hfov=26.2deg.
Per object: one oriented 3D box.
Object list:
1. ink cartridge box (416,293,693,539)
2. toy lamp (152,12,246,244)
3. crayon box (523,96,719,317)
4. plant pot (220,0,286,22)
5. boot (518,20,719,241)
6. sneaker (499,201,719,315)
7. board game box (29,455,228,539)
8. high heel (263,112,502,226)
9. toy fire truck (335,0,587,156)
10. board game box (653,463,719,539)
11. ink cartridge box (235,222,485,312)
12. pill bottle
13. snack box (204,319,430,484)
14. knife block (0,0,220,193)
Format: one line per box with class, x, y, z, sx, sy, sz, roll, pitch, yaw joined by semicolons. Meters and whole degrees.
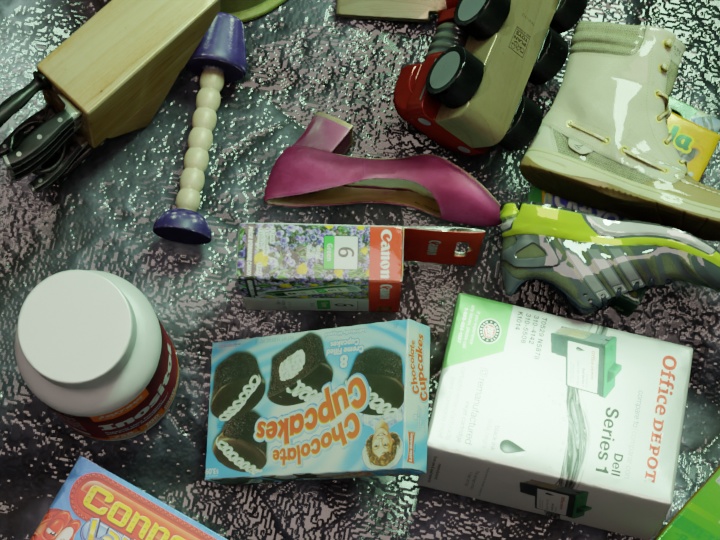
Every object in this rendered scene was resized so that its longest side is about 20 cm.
ink cartridge box;0.158;0.117;1.248;0.199;0.084;0.147;12;61;4
toy lamp;-0.135;-0.125;1.340;0.058;0.058;0.201;7;77;2
crayon box;0.222;-0.079;1.331;0.125;0.052;0.201;27;77;6
plant pot;-0.133;-0.341;1.326;0.199;0.190;0.201;0;75;1
boot;0.248;-0.117;1.275;0.199;0.072;0.155;19;77;13
sneaker;0.205;0.000;1.257;0.199;0.074;0.081;10;87;9
board game box;-0.187;0.283;1.235;0.199;0.056;0.196;28;78;7
high heel;0.019;-0.060;1.312;0.199;0.067;0.096;27;67;12
toy fire truck;0.067;-0.197;1.332;0.128;0.200;0.177;31;73;-30
board game box;0.278;0.241;1.238;0.096;0.030;0.200;44;62;10
ink cartridge box;0.000;0.000;1.280;0.199;0.109;0.051;2;75;0
pill bottle;-0.208;0.066;1.216;0.112;0.200;0.114;0;76;0
snack box;-0.036;0.108;1.236;0.199;0.037;0.117;-9;72;34
knife block;-0.222;-0.159;1.278;0.064;0.175;0.200;42;118;9
